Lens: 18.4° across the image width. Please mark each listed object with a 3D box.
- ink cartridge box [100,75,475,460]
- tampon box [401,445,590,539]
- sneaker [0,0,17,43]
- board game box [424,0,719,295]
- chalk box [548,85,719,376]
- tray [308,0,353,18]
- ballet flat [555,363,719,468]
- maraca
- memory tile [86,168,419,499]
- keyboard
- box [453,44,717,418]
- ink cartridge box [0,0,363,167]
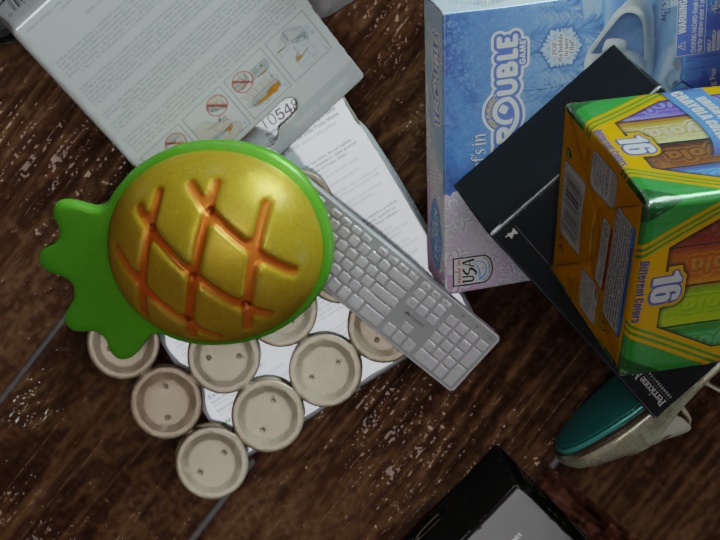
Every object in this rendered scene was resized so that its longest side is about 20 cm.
[{"bbox_3d":[-0.054,-0.004,1.519,0.199,0.041,0.201,-31,95,0],"label":"ink cartridge box"},{"bbox_3d":[0.123,0.241,1.494,0.126,0.150,0.200,-45,95,2],"label":"tampon box"},{"bbox_3d":[-0.222,-0.184,1.459,0.198,0.114,0.076,-10,96,-1],"label":"sneaker"},{"bbox_3d":[0.142,-0.094,1.460,0.197,0.043,0.201,-9,119,-12],"label":"board game box"},{"bbox_3d":[0.230,-0.031,1.330,0.198,0.124,0.126,-8,125,-15],"label":"chalk box"},{"bbox_3d":[0.029,-0.267,1.506,0.199,0.022,0.108,-32,95,1],"label":"tray"},{"bbox_3d":[0.222,0.077,1.526,0.200,0.067,0.062,-44,110,4],"label":"ballet flat"},{"bbox_3d":[-0.112,-0.012,1.431,0.199,0.107,0.138,-16,104,19],"label":"maraca"},{"bbox_3d":[-0.072,0.041,1.493,0.200,0.017,0.154,-38,94,2],"label":"memory tile"},{"bbox_3d":[0.000,0.000,1.469,0.200,0.011,0.056,39,114,-3],"label":"keyboard"},{"bbox_3d":[0.178,-0.023,1.438,0.141,0.079,0.200,-42,123,3],"label":"box"},{"bbox_3d":[-0.114,-0.149,1.449,0.160,0.047,0.200,-42,126,-2],"label":"ink cartridge box"}]
